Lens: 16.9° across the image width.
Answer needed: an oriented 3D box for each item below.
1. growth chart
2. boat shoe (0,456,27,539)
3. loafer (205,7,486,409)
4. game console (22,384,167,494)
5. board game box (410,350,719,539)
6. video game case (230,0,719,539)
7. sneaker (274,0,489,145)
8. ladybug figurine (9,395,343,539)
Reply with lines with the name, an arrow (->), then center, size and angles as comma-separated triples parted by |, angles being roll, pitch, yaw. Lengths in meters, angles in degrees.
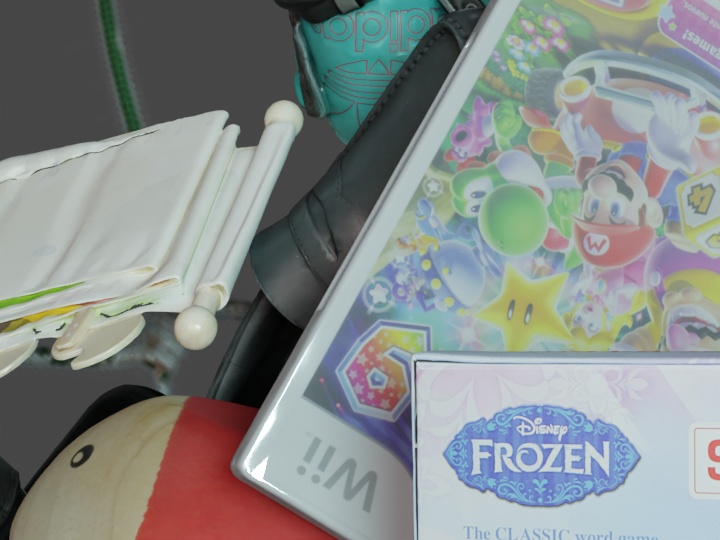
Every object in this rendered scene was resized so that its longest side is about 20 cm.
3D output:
growth chart -> -0.110, -0.005, 0.826 | 0.199, 0.145, 0.018 | -9, 126, 33
boat shoe -> -0.200, 0.062, 0.872 | 0.200, 0.063, 0.074 | 14, 58, 40
loafer -> 0.000, 0.000, 0.788 | 0.201, 0.070, 0.068 | -64, 34, 37
game console -> -0.052, 0.171, 0.860 | 0.199, 0.117, 0.176 | 28, 63, 18
board game box -> 0.110, 0.119, 0.589 | 0.199, 0.041, 0.201 | 0, 90, 25
video game case -> 0.070, 0.008, 0.716 | 0.143, 0.018, 0.201 | 32, 78, -10
sneaker -> -0.006, -0.099, 0.791 | 0.083, 0.200, 0.122 | -13, 95, 24
ladybug figurine -> -0.009, 0.092, 0.758 | 0.199, 0.136, 0.072 | 18, 97, -1
